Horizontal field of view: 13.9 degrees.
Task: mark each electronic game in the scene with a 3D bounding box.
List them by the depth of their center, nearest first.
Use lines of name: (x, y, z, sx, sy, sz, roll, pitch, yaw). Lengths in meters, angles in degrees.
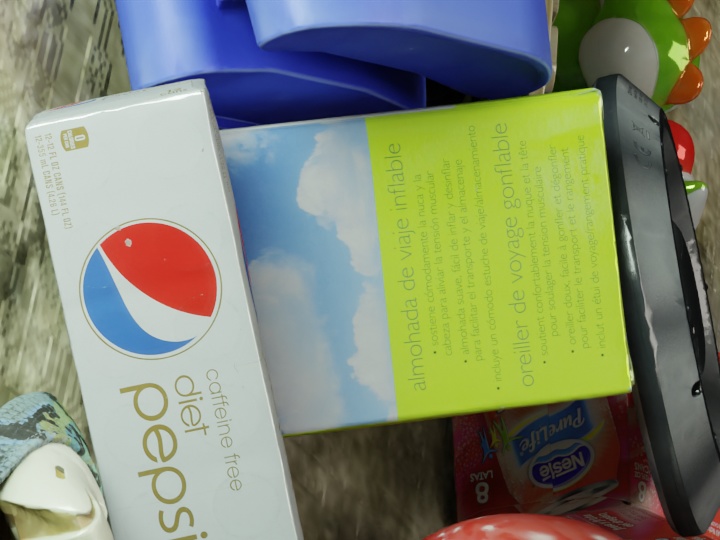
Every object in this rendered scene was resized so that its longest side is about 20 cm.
electronic game: (0.125, 0.015, 1.264, 0.200, 0.042, 0.201, -10, 90, -80)

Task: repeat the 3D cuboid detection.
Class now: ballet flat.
ballet flat: (-0.118, 0.107, 0.984, 0.074, 0.074, 0.200, 66, 31, -27)

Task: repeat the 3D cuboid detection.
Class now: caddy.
caddy: (-0.012, -0.119, 1.153, 0.200, 0.141, 0.105, 8, 69, -52)

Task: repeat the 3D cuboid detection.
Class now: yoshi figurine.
yoshi figurine: (0.115, -0.061, 1.458, 0.112, 0.112, 0.201, 74, 21, -77)

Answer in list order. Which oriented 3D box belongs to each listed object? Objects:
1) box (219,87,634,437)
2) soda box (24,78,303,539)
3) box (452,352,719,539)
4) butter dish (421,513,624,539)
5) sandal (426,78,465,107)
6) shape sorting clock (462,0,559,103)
box: (0.000, 0.000, 1.148, 0.048, 0.199, 0.122, 174, -90, -80)
soda box: (-0.068, 0.034, 1.076, 0.064, 0.068, 0.201, -110, -171, -81)
box: (0.128, 0.089, 1.424, 0.200, 0.095, 0.100, 26, 58, -57)
butter dish: (0.086, 0.168, 1.191, 0.199, 0.148, 0.200, 8, 46, -50)
sandal: (0.003, -0.157, 1.287, 0.043, 0.076, 0.201, 45, 33, -65)
shape sorting clock: (0.065, -0.063, 1.313, 0.200, 0.039, 0.201, -175, -90, -84)
